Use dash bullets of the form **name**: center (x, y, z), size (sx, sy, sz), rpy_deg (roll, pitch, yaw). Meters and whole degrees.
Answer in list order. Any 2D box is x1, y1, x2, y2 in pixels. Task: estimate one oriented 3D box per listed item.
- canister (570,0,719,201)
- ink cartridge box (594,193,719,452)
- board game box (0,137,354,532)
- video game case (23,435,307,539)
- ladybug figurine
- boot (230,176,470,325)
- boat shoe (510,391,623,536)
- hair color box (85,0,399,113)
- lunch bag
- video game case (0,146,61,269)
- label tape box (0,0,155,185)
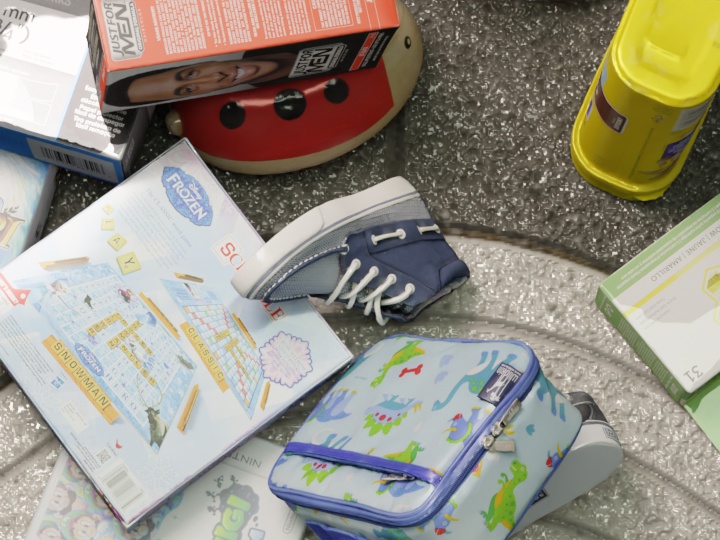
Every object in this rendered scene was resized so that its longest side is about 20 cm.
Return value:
- **canister**: center (0.215, -0.148, 1.505), size (0.086, 0.200, 0.149), rpy_deg (25, 76, 5)
- **ink cartridge box**: center (0.285, 0.051, 1.533), size (0.145, 0.048, 0.200), rpy_deg (-36, 76, -10)
- **board game box**: center (-0.143, 0.044, 1.499), size (0.199, 0.041, 0.200), rpy_deg (-36, 84, -12)
- **video game case**: center (-0.141, 0.196, 1.496), size (0.182, 0.024, 0.200), rpy_deg (20, 75, 5)
- **ladybug figurine**: center (-0.049, -0.146, 1.559), size (0.200, 0.072, 0.136), rpy_deg (-27, 77, -8)
- **boot**: center (0.000, 0.000, 1.485), size (0.090, 0.073, 0.200), rpy_deg (51, 40, 9)
- **boat shoe**: center (0.082, 0.146, 1.494), size (0.200, 0.072, 0.068), rpy_deg (-29, 48, 4)
- **hair color box**: center (-0.082, -0.163, 1.455), size (0.200, 0.102, 0.061), rpy_deg (-10, 80, -11)
- **lunch bag**: center (0.039, 0.121, 1.426), size (0.161, 0.200, 0.082), rpy_deg (-51, 117, -20)
- **video game case**: center (-0.320, -0.087, 1.561), size (0.200, 0.045, 0.182), rpy_deg (15, 76, 3)
- **label tape box**: center (-0.205, -0.178, 1.532), size (0.144, 0.063, 0.200), rpy_deg (16, 75, 4)
